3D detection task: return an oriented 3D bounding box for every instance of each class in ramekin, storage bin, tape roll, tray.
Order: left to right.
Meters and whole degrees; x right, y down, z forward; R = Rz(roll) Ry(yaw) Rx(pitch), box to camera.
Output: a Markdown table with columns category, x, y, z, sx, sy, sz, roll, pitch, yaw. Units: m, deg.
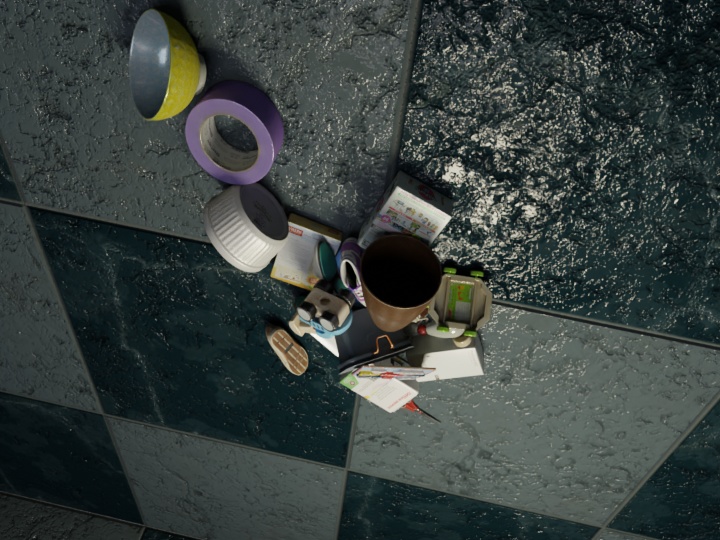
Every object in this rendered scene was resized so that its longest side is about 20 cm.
| category | x | y | z | sx | sy | sz | roll | pitch | yaw |
| --- | --- | --- | --- | --- | --- | --- | --- | --- | --- |
| tape roll | -0.269 | -0.294 | 1.242 | 0.194 | 0.086 | 0.204 | 7 | 132 | 8 |
| ramekin | -0.254 | -0.109 | 1.333 | 0.104 | 0.202 | 0.200 | -32 | 119 | 25 |
| tray | -0.086 | 0.173 | 1.580 | 0.106 | 0.023 | 0.200 | -15 | 132 | 42 |
| storage bin | 0.023 | 0.168 | 1.493 | 0.196 | 0.137 | 0.146 | -15 | 167 | -24 |

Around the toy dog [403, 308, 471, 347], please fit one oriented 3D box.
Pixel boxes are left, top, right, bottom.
| category | x | y | z | sx | sy | sz | roll | pitch | yaw |
| --- | --- | --- | --- | --- | --- | --- | --- | --- | --- |
| toy dog | 0.205 | 0.130 | 1.520 | 0.195 | 0.097 | 0.134 | 15 | 139 | 21 |

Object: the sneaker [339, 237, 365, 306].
| category | x | y | z | sx | sy | sz | roll | pitch | yaw |
| --- | --- | --- | --- | --- | --- | --- | --- | --- | --- |
| sneaker | -0.007 | 0.036 | 1.402 | 0.071 | 0.116 | 0.203 | -15 | 123 | 16 |

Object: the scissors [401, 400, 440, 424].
| category | x | y | z | sx | sy | sz | roll | pitch | yaw |
| --- | --- | --- | --- | --- | --- | --- | --- | --- | --- |
| scissors | 0.177 | 0.449 | 1.850 | 0.072 | 0.014 | 0.200 | -29 | 120 | 30 |

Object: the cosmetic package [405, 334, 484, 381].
| category | x | y | z | sx | sy | sz | roll | pitch | yaw |
| --- | --- | --- | --- | --- | --- | --- | --- | --- | --- |
| cosmetic package | 0.236 | 0.233 | 1.592 | 0.195 | 0.082 | 0.114 | -11 | 126 | 24 |

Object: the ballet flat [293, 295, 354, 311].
| category | x | y | z | sx | sy | sz | roll | pitch | yaw |
| --- | --- | --- | --- | --- | --- | --- | --- | --- | --- |
| ballet flat | -0.091 | 0.126 | 1.595 | 0.195 | 0.069 | 0.073 | 15 | 154 | 1 |

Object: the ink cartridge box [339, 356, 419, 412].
| category | x | y | z | sx | sy | sz | roll | pitch | yaw |
| --- | --- | --- | --- | --- | --- | --- | --- | --- | --- |
| ink cartridge box | 0.059 | 0.316 | 1.707 | 0.198 | 0.085 | 0.145 | 33 | 131 | -15 |

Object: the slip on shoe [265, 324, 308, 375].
| category | x | y | z | sx | sy | sz | roll | pitch | yaw |
| --- | --- | --- | --- | --- | --- | --- | --- | --- | --- |
| slip on shoe | -0.223 | 0.235 | 1.726 | 0.060 | 0.076 | 0.201 | 28 | 159 | 46 |

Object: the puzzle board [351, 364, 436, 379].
| category | x | y | z | sx | sy | sz | roll | pitch | yaw |
| --- | --- | --- | --- | --- | --- | --- | --- | --- | --- |
| puzzle board | 0.084 | 0.270 | 1.517 | 0.194 | 0.018 | 0.151 | 4 | 162 | -12 |

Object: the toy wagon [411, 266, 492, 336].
| category | x | y | z | sx | sy | sz | roll | pitch | yaw |
| --- | --- | --- | --- | --- | --- | --- | --- | --- | --- |
| toy wagon | 0.222 | 0.073 | 1.418 | 0.194 | 0.160 | 0.040 | 7 | 175 | 8 |

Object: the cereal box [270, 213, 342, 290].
| category | x | y | z | sx | sy | sz | roll | pitch | yaw |
| --- | --- | --- | --- | --- | --- | --- | --- | --- | --- |
| cereal box | -0.140 | -0.040 | 1.467 | 0.141 | 0.040 | 0.202 | 20 | 132 | -8 |

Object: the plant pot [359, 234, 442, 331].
| category | x | y | z | sx | sy | sz | roll | pitch | yaw |
| --- | --- | --- | --- | --- | --- | --- | --- | --- | --- |
| plant pot | 0.079 | 0.053 | 1.338 | 0.182 | 0.191 | 0.202 | 13 | 147 | 1 |

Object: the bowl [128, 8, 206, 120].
| category | x | y | z | sx | sy | sz | roll | pitch | yaw |
| --- | --- | --- | --- | --- | --- | --- | --- | --- | --- |
| bowl | -0.370 | -0.397 | 1.142 | 0.106 | 0.204 | 0.200 | -5 | 150 | -43 |

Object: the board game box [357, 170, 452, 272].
| category | x | y | z | sx | sy | sz | roll | pitch | yaw |
| --- | --- | --- | --- | --- | --- | --- | --- | --- | --- |
| board game box | 0.101 | -0.109 | 1.331 | 0.145 | 0.065 | 0.201 | 27 | 134 | -12 |

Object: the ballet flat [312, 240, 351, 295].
| category | x | y | z | sx | sy | sz | roll | pitch | yaw |
| --- | --- | --- | --- | --- | --- | --- | --- | --- | --- |
| ballet flat | -0.082 | 0.016 | 1.435 | 0.068 | 0.070 | 0.203 | -12 | 124 | 24 |

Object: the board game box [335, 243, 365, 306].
| category | x | y | z | sx | sy | sz | roll | pitch | yaw |
| --- | --- | --- | --- | --- | --- | --- | --- | --- | --- |
| board game box | 0.000 | 0.000 | 1.472 | 0.155 | 0.039 | 0.201 | 28 | 124 | -11 |

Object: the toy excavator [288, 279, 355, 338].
| category | x | y | z | sx | sy | sz | roll | pitch | yaw |
| --- | --- | --- | --- | --- | --- | --- | --- | --- | --- |
| toy excavator | -0.105 | 0.121 | 1.430 | 0.191 | 0.100 | 0.203 | 22 | 143 | 22 |
